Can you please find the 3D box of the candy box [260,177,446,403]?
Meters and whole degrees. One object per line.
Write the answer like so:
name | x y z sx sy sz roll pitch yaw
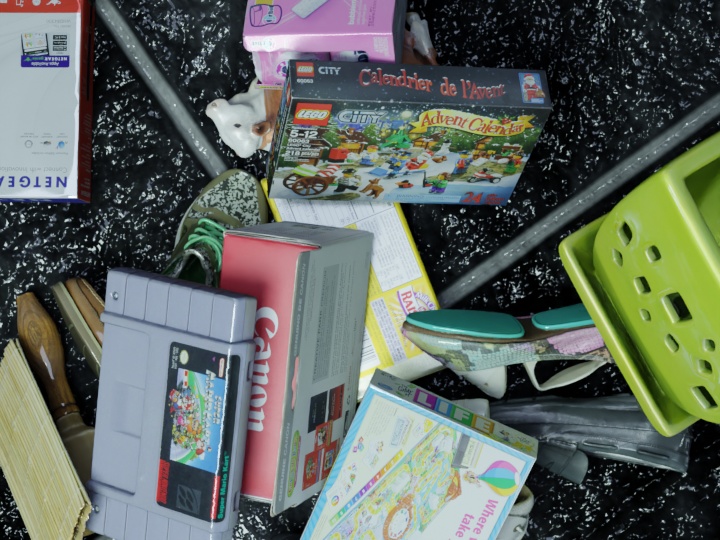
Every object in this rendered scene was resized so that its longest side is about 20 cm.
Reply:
candy box | 0.000 0.000 1.256 0.102 0.026 0.201 -21 87 0

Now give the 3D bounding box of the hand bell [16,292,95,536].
hand bell | -0.243 0.110 1.247 0.104 0.104 0.201 -24 76 2

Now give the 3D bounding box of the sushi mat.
sushi mat | -0.255 0.150 1.195 0.012 0.200 0.096 1 125 -33

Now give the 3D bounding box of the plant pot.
plant pot | 0.281 0.003 1.142 0.200 0.181 0.200 -27 87 -33

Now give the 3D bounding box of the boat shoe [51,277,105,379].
boat shoe | -0.176 0.082 1.248 0.068 0.072 0.200 -34 86 -13

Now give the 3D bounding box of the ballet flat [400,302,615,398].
ballet flat | 0.132 0.064 1.220 0.199 0.069 0.072 -5 109 -8

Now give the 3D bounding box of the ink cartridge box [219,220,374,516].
ink cartridge box | -0.062 0.069 1.163 0.083 0.176 0.201 8 97 17

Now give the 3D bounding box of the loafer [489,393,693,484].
loafer | 0.167 0.136 1.220 0.199 0.068 0.071 -2 80 1

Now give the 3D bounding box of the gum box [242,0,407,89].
gum box | -0.021 -0.227 1.193 0.113 0.066 0.201 0 55 8

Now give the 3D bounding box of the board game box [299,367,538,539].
board game box | 0.033 0.190 1.150 0.134 0.034 0.201 24 111 1

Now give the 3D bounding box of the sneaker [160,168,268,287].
sneaker | -0.122 -0.004 1.211 0.077 0.089 0.201 25 63 -5

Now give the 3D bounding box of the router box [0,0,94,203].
router box | -0.324 -0.148 1.268 0.199 0.049 0.180 0 88 3

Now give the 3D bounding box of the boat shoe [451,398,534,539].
boat shoe | 0.103 0.190 1.191 0.069 0.071 0.201 -14 115 14

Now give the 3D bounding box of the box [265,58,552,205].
box | 0.033 -0.104 1.180 0.199 0.137 0.038 1 60 -11

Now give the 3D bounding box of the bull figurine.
bull figurine | -0.026 -0.153 1.240 0.199 0.065 0.122 -3 79 -2

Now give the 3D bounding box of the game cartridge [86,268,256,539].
game cartridge | -0.140 0.107 1.111 0.129 0.038 0.201 12 100 37

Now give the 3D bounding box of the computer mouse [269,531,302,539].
computer mouse | -0.046 0.317 1.207 0.046 0.140 0.200 -32 90 40
